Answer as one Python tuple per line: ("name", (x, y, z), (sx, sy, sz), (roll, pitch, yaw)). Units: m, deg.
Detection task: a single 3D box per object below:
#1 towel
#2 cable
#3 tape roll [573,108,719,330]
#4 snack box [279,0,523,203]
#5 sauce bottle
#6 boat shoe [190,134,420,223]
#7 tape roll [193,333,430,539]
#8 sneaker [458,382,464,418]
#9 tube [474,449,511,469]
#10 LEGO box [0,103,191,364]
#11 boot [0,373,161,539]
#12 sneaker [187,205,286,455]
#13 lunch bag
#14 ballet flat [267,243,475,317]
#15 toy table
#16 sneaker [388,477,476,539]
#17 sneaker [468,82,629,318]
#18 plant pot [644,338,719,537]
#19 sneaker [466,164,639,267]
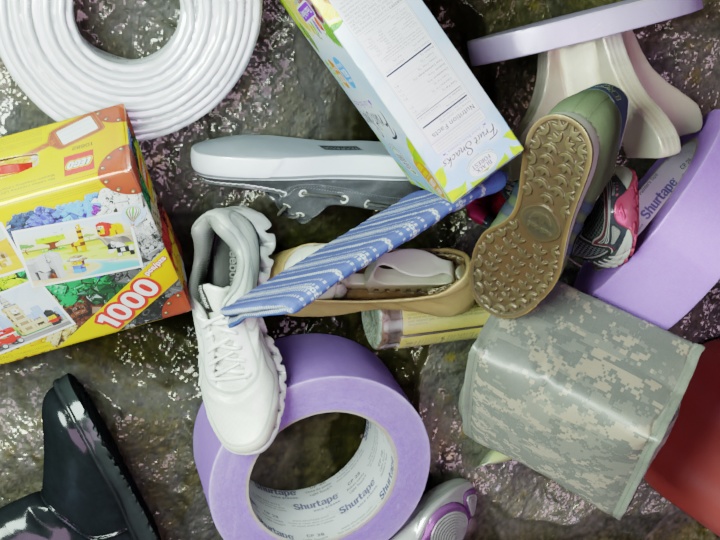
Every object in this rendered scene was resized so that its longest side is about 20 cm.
("towel", (0.003, -0.014, 0.813), (0.200, 0.145, 0.024), (-32, 99, -25))
("cable", (-0.166, -0.191, 0.798), (0.199, 0.069, 0.201), (-22, 118, -9))
("tape roll", (0.265, -0.036, 0.936), (0.066, 0.200, 0.200), (35, 99, -1))
("snack box", (0.018, -0.151, 0.794), (0.068, 0.169, 0.200), (-38, 100, 0))
("sauce bottle", (0.101, 0.030, 0.991), (0.199, 0.065, 0.065), (-5, 114, -18))
("boat shoe", (-0.040, -0.070, 0.901), (0.199, 0.070, 0.067), (-3, 112, -26))
("tape roll", (-0.044, 0.163, 0.988), (0.199, 0.085, 0.201), (-7, 115, -15))
("sneaker", (0.187, 0.094, 1.024), (0.200, 0.106, 0.075), (-37, 119, -1))
("tube", (0.198, 0.139, 1.076), (0.200, 0.052, 0.058), (-31, 128, -5))
("LEGO box", (-0.241, -0.017, 0.806), (0.199, 0.077, 0.149), (-16, 136, -1))
("boot", (-0.275, 0.200, 0.929), (0.168, 0.076, 0.201), (-25, 125, -12))
("sneaker", (-0.105, 0.047, 0.876), (0.075, 0.081, 0.201), (-7, 87, 11))
("lunch bag", (0.175, 0.113, 0.932), (0.118, 0.164, 0.200), (-55, 162, -31))
("ballet flat", (0.000, 0.000, 0.915), (0.199, 0.069, 0.063), (0, 153, 2))
("toy table", (0.189, -0.150, 0.888), (0.199, 0.184, 0.118), (-14, 101, -6))
("sneaker", (0.027, 0.251, 1.059), (0.200, 0.099, 0.075), (-30, 126, -31))
("sneaker", (0.144, -0.052, 0.810), (0.090, 0.067, 0.201), (-43, 159, -38))
("plant pot", (0.401, 0.192, 1.101), (0.200, 0.177, 0.201), (-8, 115, -16))
("sneaker", (0.156, -0.044, 0.899), (0.074, 0.200, 0.081), (3, 91, -22))
